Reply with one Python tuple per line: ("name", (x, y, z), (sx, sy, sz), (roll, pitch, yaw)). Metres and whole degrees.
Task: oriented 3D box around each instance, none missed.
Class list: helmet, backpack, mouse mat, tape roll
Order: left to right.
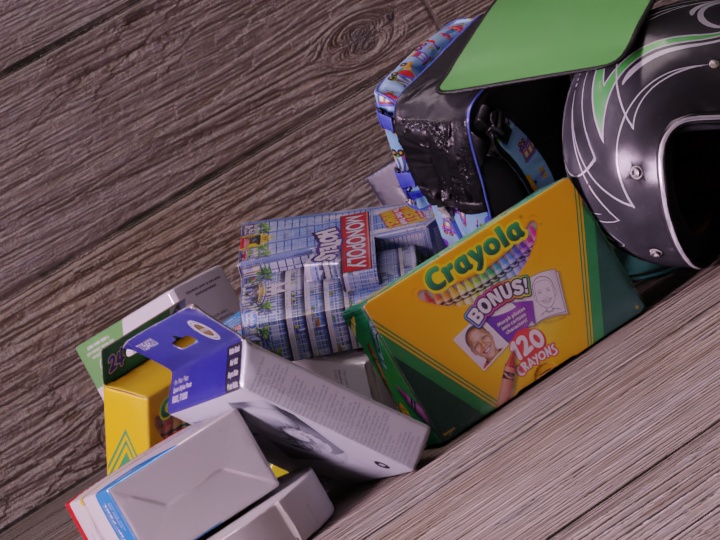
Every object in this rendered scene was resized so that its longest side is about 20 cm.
("tape roll", (-0.112, 0.210, 1.565), (0.202, 0.037, 0.203), (-31, 1, 1))
("backpack", (0.116, -0.090, 1.750), (0.134, 0.201, 0.183), (5, 38, 37))
("mouse mat", (0.157, -0.197, 1.681), (0.160, 0.008, 0.200), (-7, 32, 30))
("helmet", (0.248, -0.105, 1.657), (0.190, 0.201, 0.200), (-29, 2, 9))

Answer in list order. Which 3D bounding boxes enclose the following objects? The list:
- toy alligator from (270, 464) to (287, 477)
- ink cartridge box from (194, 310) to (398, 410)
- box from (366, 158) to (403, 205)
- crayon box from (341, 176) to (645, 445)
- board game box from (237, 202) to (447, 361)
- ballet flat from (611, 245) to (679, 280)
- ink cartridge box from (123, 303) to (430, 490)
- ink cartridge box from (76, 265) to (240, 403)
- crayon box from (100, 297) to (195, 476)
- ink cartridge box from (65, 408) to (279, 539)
("toy alligator", (-0.073, 0.163, 1.855), (0.199, 0.054, 0.059), (-31, 2, 6))
("ink cartridge box", (-0.016, 0.074, 1.814), (0.199, 0.085, 0.144), (4, 27, 42))
("box", (0.129, -0.057, 2.166), (0.123, 0.199, 0.200), (-29, 2, 24))
("crayon box", (0.101, 0.030, 1.618), (0.199, 0.119, 0.058), (-32, 2, -18))
("board game box", (0.000, 0.000, 1.787), (0.198, 0.062, 0.200), (-12, 20, 3))
("ballet flat", (0.223, -0.024, 1.817), (0.067, 0.071, 0.200), (-31, 2, -22))
("ink cartridge box", (-0.072, 0.100, 1.588), (0.041, 0.199, 0.199), (-66, 14, -17))
("ink cartridge box", (-0.150, 0.120, 1.979), (0.144, 0.201, 0.084), (-29, -1, 38))
("crayon box", (-0.165, 0.142, 1.855), (0.051, 0.201, 0.126), (13, 27, 28))
("ink cartridge box", (-0.148, 0.169, 1.604), (0.116, 0.068, 0.200), (-32, 2, -21))
